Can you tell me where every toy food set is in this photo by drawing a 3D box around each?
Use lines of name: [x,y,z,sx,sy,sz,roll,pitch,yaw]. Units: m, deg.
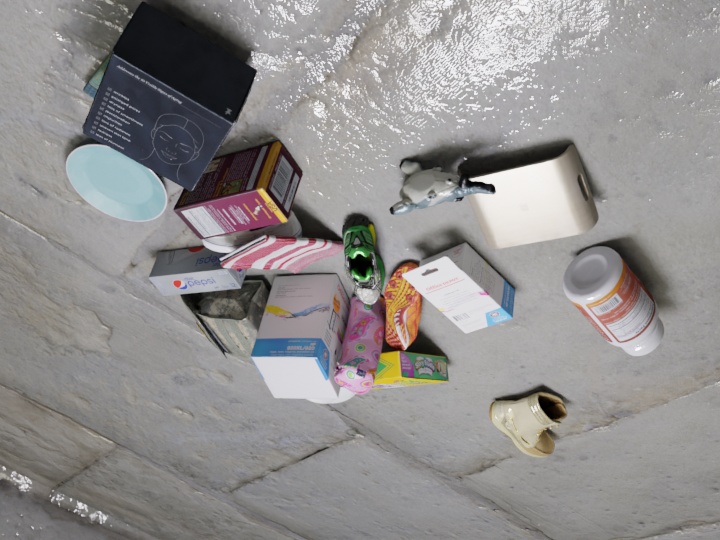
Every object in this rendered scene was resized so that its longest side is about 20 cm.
toy food set: [0.268,-0.120,1.390,0.196,0.061,0.145,-10,124,29]

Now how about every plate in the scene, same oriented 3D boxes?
plate: [-0.451,-0.167,1.611,0.196,0.026,0.202,10,143,7]

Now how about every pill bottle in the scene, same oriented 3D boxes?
pill bottle: [0.444,0.059,1.497,0.111,0.114,0.200,-19,132,38]

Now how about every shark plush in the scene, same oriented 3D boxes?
shark plush: [0.135,-0.136,1.390,0.198,0.093,0.083,-15,151,41]

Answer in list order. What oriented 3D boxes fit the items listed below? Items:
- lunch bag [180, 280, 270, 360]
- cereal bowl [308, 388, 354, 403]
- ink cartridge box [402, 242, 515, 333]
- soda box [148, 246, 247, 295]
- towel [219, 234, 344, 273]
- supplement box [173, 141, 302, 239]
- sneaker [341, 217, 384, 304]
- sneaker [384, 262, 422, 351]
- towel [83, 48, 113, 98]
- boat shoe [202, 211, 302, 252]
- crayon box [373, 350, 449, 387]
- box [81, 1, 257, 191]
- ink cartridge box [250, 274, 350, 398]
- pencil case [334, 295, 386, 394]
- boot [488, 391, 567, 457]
lunch bag: [-0.273,0.105,1.820,0.196,0.119,0.165,3,142,26]
cereal bowl: [-0.092,0.241,1.953,0.196,0.084,0.202,11,143,8]
ink cartridge box: [0.181,0.023,1.584,0.114,0.069,0.199,-22,130,39]
soda box: [-0.326,-0.002,1.739,0.196,0.069,0.064,-5,140,27]
towel: [-0.142,-0.030,1.588,0.143,0.023,0.198,-24,162,39]
supplement box: [-0.211,-0.135,1.491,0.197,0.112,0.086,-10,138,31]
sneaker: [0.000,0.000,1.599,0.076,0.086,0.202,-6,140,8]
sneaker: [0.087,0.062,1.680,0.072,0.077,0.203,25,131,20]
towel: [-0.350,-0.303,1.404,0.146,0.022,0.199,36,140,-24]
boat shoe: [-0.207,-0.084,1.598,0.195,0.075,0.066,-7,137,11]
crayon box: [0.064,0.211,1.802,0.170,0.060,0.199,-11,166,33]
box: [-0.293,-0.258,1.317,0.198,0.126,0.196,28,144,-16]
ink cartridge box: [-0.108,0.130,1.717,0.142,0.203,0.148,-2,140,19]
pencil case: [0.002,0.139,1.688,0.085,0.203,0.088,8,141,7]
boot: [0.401,0.340,1.906,0.199,0.074,0.154,41,140,-21]
